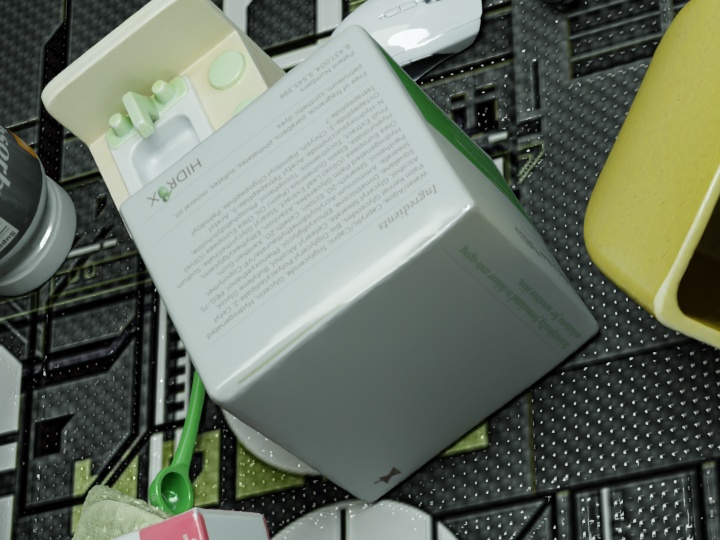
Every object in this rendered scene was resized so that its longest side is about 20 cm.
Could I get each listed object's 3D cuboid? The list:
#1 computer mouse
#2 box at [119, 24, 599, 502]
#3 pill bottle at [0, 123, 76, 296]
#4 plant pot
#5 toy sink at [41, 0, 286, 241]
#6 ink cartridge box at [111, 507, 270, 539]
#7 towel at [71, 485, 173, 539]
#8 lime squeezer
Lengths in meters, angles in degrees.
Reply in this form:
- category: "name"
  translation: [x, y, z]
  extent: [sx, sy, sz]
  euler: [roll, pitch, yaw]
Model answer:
- category: "computer mouse"
  translation: [0.047, -0.177, 1.587]
  extent: [0.199, 0.044, 0.110]
  euler: [-33, 55, 13]
- category: "box"
  translation: [0.000, 0.000, 1.426]
  extent: [0.200, 0.199, 0.172]
  euler: [-36, 53, 10]
- category: "pill bottle"
  translation: [-0.296, -0.064, 1.637]
  extent: [0.116, 0.200, 0.117]
  euler: [-13, 61, 25]
- category: "plant pot"
  translation: [0.237, -0.048, 1.302]
  extent: [0.197, 0.193, 0.200]
  euler: [-66, 23, 3]
- category: "toy sink"
  translation: [-0.094, -0.072, 1.517]
  extent: [0.130, 0.200, 0.112]
  euler: [-36, 50, 9]
- category: "ink cartridge box"
  translation: [-0.143, 0.244, 1.401]
  extent: [0.199, 0.083, 0.146]
  euler: [-22, 74, 24]
- category: "towel"
  translation: [-0.117, 0.230, 1.457]
  extent: [0.199, 0.036, 0.149]
  euler: [15, 90, 29]
- category: "lime squeezer"
  translation: [-0.141, 0.163, 1.541]
  extent: [0.201, 0.038, 0.071]
  euler: [-58, 21, -5]
